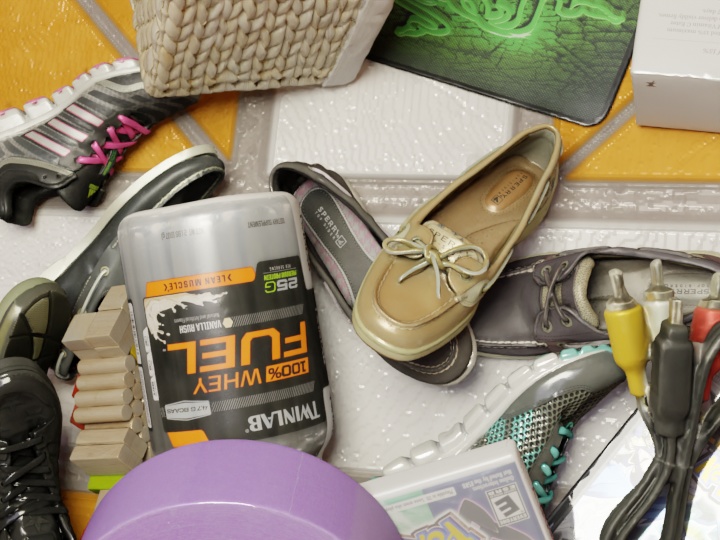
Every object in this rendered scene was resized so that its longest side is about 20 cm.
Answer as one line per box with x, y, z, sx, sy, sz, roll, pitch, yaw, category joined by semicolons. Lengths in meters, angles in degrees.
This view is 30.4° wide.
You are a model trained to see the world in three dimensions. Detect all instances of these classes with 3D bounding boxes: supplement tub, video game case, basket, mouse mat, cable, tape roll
-0.085;0.054;0.869;0.122;0.123;0.201;-10;91;14;supplement tub
0.227;0.175;0.814;0.200;0.026;0.181;39;90;21;video game case
-0.076;-0.243;0.890;0.160;0.200;0.199;-9;74;-15;basket
0.108;-0.201;0.951;0.200;0.008;0.161;20;83;20;mouse mat
0.028;0.207;0.807;0.200;0.023;0.183;-19;112;11;video game case
0.190;0.095;0.803;0.097;0.050;0.201;2;102;-6;cable
-0.070;0.199;0.763;0.200;0.066;0.201;2;114;4;tape roll

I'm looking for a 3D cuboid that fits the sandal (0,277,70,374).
-0.262;0.079;0.926;0.057;0.080;0.201;36;114;15;sandal

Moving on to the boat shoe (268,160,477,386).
0.000;0.000;0.888;0.067;0.057;0.200;-47;57;14;boat shoe

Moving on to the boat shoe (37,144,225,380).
-0.164;-0.007;0.951;0.200;0.072;0.068;-45;75;7;boat shoe

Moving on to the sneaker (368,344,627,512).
0.098;0.127;0.839;0.200;0.078;0.091;-40;66;13;sneaker

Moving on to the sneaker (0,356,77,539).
-0.218;0.162;0.885;0.060;0.200;0.104;-10;40;-23;sneaker

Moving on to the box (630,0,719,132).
0.251;-0.197;0.859;0.124;0.097;0.200;8;79;15;box

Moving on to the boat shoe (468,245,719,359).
0.145;0.016;0.855;0.200;0.065;0.072;-4;79;16;boat shoe

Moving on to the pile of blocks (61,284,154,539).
-0.165;0.112;0.918;0.062;0.082;0.201;-7;83;34;pile of blocks

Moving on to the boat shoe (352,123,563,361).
0.063;-0.024;0.841;0.073;0.063;0.200;33;53;10;boat shoe

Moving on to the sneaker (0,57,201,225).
-0.199;-0.091;0.980;0.200;0.074;0.088;-20;75;13;sneaker
